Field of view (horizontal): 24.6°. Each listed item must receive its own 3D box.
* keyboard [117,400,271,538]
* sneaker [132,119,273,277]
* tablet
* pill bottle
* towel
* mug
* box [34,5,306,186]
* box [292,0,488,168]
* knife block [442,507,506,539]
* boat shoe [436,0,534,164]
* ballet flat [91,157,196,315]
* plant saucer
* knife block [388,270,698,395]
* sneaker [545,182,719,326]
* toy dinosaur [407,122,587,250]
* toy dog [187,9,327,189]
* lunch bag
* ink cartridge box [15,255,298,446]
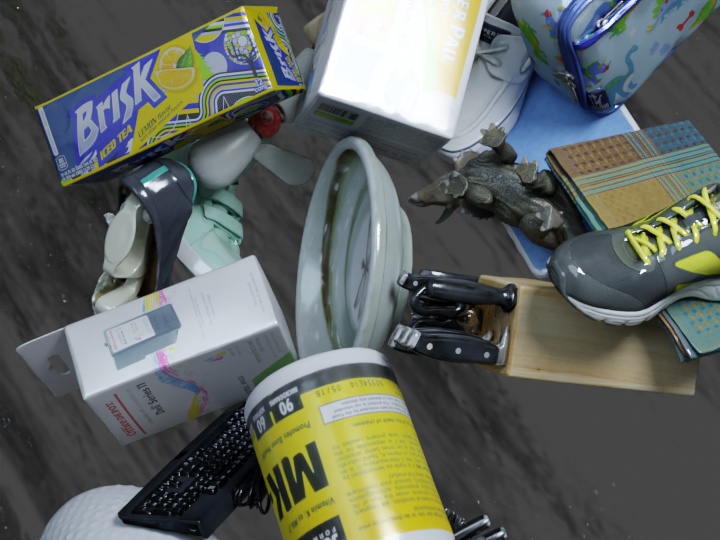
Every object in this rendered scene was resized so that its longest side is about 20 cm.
[{"bbox_3d":[-0.094,0.133,1.231,0.103,0.200,0.040,5,113,20],"label":"keyboard"},{"bbox_3d":[-0.113,-0.069,1.371,0.118,0.074,0.201,-37,59,9],"label":"sneaker"},{"bbox_3d":[0.150,-0.103,1.315,0.130,0.014,0.201,-32,61,8],"label":"tablet"},{"bbox_3d":[-0.001,0.166,1.138,0.114,0.114,0.201,-26,64,11],"label":"pill bottle"},{"bbox_3d":[0.238,-0.025,1.200,0.146,0.022,0.201,-12,55,-29],"label":"towel"},{"bbox_3d":[-0.173,0.264,1.231,0.175,0.146,0.202,35,118,57],"label":"mug"},{"bbox_3d":[-0.147,-0.131,1.263,0.199,0.064,0.071,-22,87,24],"label":"box"},{"bbox_3d":[0.033,-0.198,1.276,0.112,0.101,0.202,17,77,-10],"label":"box"},{"bbox_3d":[0.032,0.265,1.188,0.174,0.064,0.202,15,76,27],"label":"knife block"},{"bbox_3d":[0.110,-0.182,1.318,0.073,0.065,0.201,24,81,28],"label":"boat shoe"},{"bbox_3d":[-0.182,0.002,1.315,0.073,0.073,0.201,39,129,30],"label":"ballet flat"},{"bbox_3d":[0.000,0.000,1.265,0.050,0.200,0.202,6,67,-17],"label":"plant saucer"},{"bbox_3d":[0.126,0.044,1.163,0.198,0.175,0.065,10,94,24],"label":"knife block"},{"bbox_3d":[0.214,-0.022,1.114,0.198,0.085,0.075,-9,51,-29],"label":"sneaker"},{"bbox_3d":[0.126,-0.053,1.246,0.199,0.102,0.078,23,88,26],"label":"toy dinosaur"},{"bbox_3d":[-0.055,-0.140,1.355,0.198,0.096,0.133,-15,87,-10],"label":"toy dog"},{"bbox_3d":[0.209,-0.225,1.249,0.200,0.161,0.082,-43,60,-7],"label":"lunch bag"},{"bbox_3d":[-0.154,0.072,1.290,0.198,0.117,0.068,-21,64,0],"label":"ink cartridge box"}]
